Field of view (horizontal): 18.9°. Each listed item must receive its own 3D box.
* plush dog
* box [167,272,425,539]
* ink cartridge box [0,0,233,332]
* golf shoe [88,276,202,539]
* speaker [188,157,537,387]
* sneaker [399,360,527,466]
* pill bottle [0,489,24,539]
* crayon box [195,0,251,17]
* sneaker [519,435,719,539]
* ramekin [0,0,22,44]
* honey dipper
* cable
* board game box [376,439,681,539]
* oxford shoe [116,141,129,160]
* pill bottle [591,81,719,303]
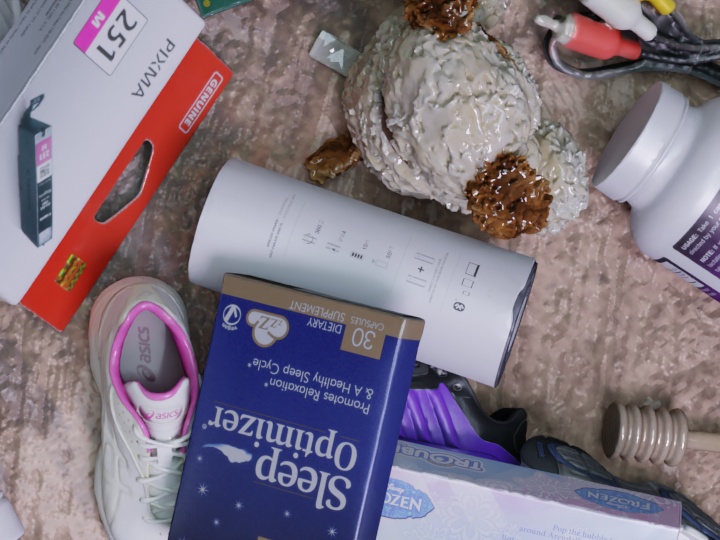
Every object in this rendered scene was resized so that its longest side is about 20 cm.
[{"bbox_3d":[0.049,-0.099,1.277,0.160,0.172,0.201,-22,93,-9],"label":"plush dog"},{"bbox_3d":[-0.042,0.112,1.231,0.120,0.032,0.202,13,93,26],"label":"box"},{"bbox_3d":[-0.157,-0.070,1.253,0.043,0.174,0.201,28,82,38],"label":"ink cartridge box"},{"bbox_3d":[-0.123,0.104,1.285,0.075,0.092,0.202,-11,91,-11],"label":"golf shoe"},{"bbox_3d":[0.000,0.000,1.290,0.199,0.081,0.082,18,85,7],"label":"speaker"},{"bbox_3d":[0.015,0.079,1.322,0.199,0.070,0.100,25,83,-16],"label":"sneaker"},{"bbox_3d":[-0.279,0.086,1.249,0.111,0.111,0.201,-30,93,-9],"label":"pill bottle"},{"bbox_3d":[-0.022,-0.244,1.285,0.199,0.052,0.127,-18,101,14],"label":"crayon box"},{"bbox_3d":[0.162,0.172,1.335,0.199,0.075,0.087,26,102,-24],"label":"sneaker"},{"bbox_3d":[-0.295,-0.145,1.223,0.201,0.094,0.204,-1,63,1],"label":"ramekin"},{"bbox_3d":[0.253,0.113,1.374,0.198,0.038,0.038,8,87,-11],"label":"honey dipper"},{"bbox_3d":[0.196,-0.136,1.354,0.199,0.050,0.097,27,109,-18],"label":"cable"},{"bbox_3d":[0.072,0.210,1.278,0.198,0.043,0.200,12,112,5],"label":"board game box"},{"bbox_3d":[-0.232,-0.066,1.280,0.199,0.074,0.071,-15,91,-9],"label":"oxford shoe"},{"bbox_3d":[0.246,-0.031,1.338,0.199,0.112,0.113,33,84,-7],"label":"pill bottle"}]
